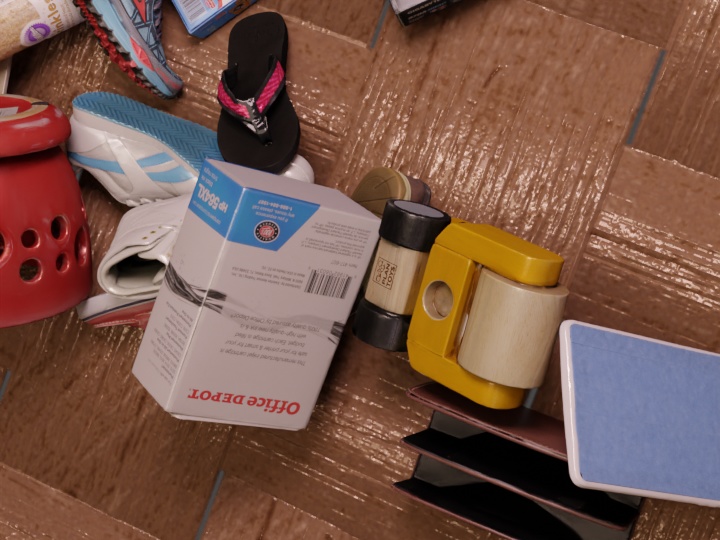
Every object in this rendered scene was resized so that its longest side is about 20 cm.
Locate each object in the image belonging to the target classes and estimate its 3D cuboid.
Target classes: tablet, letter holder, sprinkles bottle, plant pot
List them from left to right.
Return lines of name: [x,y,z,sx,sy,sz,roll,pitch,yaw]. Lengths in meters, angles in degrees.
plant pot: [-0.348,-0.061,1.284,0.200,0.200,0.183,6,107,19]
sprinkles bottle: [-0.315,-0.244,1.324,0.200,0.068,0.068,-30,78,-12]
letter holder: [0.129,0.172,1.168,0.200,0.142,0.101,20,95,18]
tablet: [0.234,0.116,1.107,0.014,0.200,0.130,-27,58,50]

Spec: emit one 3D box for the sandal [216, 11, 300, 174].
sandal: [-0.096,-0.165,1.253,0.075,0.045,0.200,-12,53,9]

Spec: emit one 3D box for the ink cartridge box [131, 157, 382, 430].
ink cartridge box: [-0.088,0.023,1.187,0.084,0.146,0.200,37,109,50]

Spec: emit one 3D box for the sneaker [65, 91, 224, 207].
sneaker: [-0.184,-0.096,1.323,0.200,0.077,0.081,26,120,13]

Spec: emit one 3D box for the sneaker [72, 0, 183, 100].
sneaker: [-0.205,-0.248,1.291,0.095,0.200,0.079,-38,34,-10]

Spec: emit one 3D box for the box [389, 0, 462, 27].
box: [0.094,-0.326,1.226,0.200,0.046,0.159,-23,82,6]

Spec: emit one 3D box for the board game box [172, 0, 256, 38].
board game box: [-0.109,-0.336,1.316,0.200,0.037,0.151,-32,80,16]

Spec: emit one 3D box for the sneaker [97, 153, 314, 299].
sneaker: [-0.135,-0.031,1.228,0.200,0.116,0.074,-22,114,19]

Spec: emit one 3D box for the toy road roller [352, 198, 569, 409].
toy road roller: [0.102,0.021,1.160,0.200,0.146,0.123,28,109,42]

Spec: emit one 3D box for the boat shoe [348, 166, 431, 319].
boat shoe: [0.000,0.000,1.254,0.200,0.065,0.073,-56,46,26]

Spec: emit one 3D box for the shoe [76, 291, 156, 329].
shoe: [-0.172,0.048,1.309,0.200,0.071,0.091,-14,97,27]

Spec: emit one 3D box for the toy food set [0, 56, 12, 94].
toy food set: [-0.392,-0.224,1.404,0.143,0.060,0.200,5,82,19]
